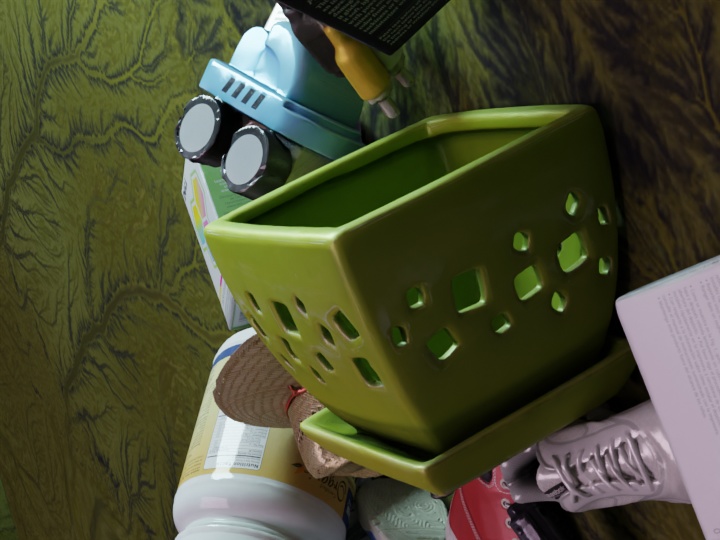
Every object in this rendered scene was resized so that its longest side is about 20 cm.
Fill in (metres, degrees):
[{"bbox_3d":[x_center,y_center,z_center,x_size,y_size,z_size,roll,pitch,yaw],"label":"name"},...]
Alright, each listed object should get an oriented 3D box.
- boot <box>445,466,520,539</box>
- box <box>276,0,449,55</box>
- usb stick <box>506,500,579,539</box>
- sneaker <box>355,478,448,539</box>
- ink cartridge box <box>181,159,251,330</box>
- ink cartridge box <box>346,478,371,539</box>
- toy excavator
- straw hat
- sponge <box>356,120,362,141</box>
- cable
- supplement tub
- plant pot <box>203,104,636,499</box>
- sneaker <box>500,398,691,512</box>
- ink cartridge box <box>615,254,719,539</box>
[{"bbox_3d":[0.123,0.189,1.067,0.200,0.072,0.146,51,147,43],"label":"boot"},{"bbox_3d":[-0.040,-0.256,0.899,0.123,0.198,0.201,-41,63,20],"label":"box"},{"bbox_3d":[0.163,0.230,0.998,0.201,0.033,0.055,54,-171,11],"label":"usb stick"},{"bbox_3d":[0.057,0.260,1.241,0.199,0.076,0.112,37,130,42],"label":"sneaker"},{"bbox_3d":[-0.115,-0.062,1.357,0.104,0.059,0.202,110,143,-63],"label":"ink cartridge box"},{"bbox_3d":[-0.028,0.271,1.345,0.201,0.144,0.084,56,151,28],"label":"ink cartridge box"},{"bbox_3d":[-0.052,-0.158,1.113,0.194,0.099,0.202,34,99,44],"label":"toy excavator"},{"bbox_3d":[-0.007,0.106,1.112,0.202,0.198,0.086,113,149,-56],"label":"straw hat"},{"bbox_3d":[-0.027,-0.042,1.260,0.111,0.030,0.202,36,139,53],"label":"sponge"},{"bbox_3d":[-0.033,-0.187,1.008,0.200,0.050,0.098,44,-145,-41],"label":"cable"},{"bbox_3d":[-0.072,0.164,1.266,0.145,0.143,0.202,115,170,-57],"label":"supplement tub"},{"bbox_3d":[0.046,0.019,0.962,0.198,0.199,0.183,8,120,62],"label":"plant pot"},{"bbox_3d":[0.156,0.115,0.931,0.200,0.080,0.076,-24,84,64],"label":"sneaker"},{"bbox_3d":[0.238,0.078,0.775,0.173,0.043,0.202,-24,85,40],"label":"ink cartridge box"}]
